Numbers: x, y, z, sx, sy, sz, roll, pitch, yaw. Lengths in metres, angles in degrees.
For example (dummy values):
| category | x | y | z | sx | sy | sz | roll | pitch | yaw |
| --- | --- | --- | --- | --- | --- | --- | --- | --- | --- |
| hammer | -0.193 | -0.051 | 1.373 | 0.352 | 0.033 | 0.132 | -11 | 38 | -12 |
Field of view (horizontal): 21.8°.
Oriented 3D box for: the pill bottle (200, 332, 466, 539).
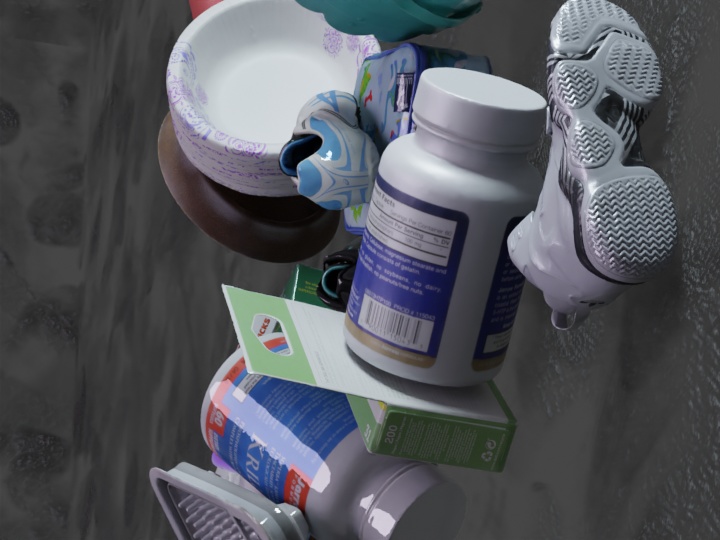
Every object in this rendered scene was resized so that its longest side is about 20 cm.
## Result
| category | x | y | z | sx | sy | sz | roll | pitch | yaw |
| --- | --- | --- | --- | --- | --- | --- | --- | --- | --- |
| pill bottle | -0.019 | 0.139 | 1.389 | 0.200 | 0.112 | 0.113 | 34 | 121 | 37 |

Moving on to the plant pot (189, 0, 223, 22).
| category | x | y | z | sx | sy | sz | roll | pitch | yaw |
| --- | --- | --- | --- | --- | --- | --- | --- | --- | --- |
| plant pot | -0.101 | -0.323 | 1.956 | 0.200 | 0.199 | 0.178 | 177 | 91 | -74 |

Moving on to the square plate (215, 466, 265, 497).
| category | x | y | z | sx | sy | sz | roll | pitch | yaw |
| --- | --- | --- | --- | --- | --- | --- | --- | --- | --- |
| square plate | -0.107 | 0.210 | 1.602 | 0.201 | 0.028 | 0.199 | -91 | 16 | -46 |

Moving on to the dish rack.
| category | x | y | z | sx | sy | sz | roll | pitch | yaw |
| --- | --- | --- | --- | --- | --- | --- | --- | --- | --- |
| dish rack | -0.075 | 0.223 | 1.408 | 0.200 | 0.043 | 0.172 | 11 | 131 | 57 |

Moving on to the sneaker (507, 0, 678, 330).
| category | x | y | z | sx | sy | sz | roll | pitch | yaw |
| --- | --- | --- | --- | --- | --- | --- | --- | --- | --- |
| sneaker | 0.134 | -0.063 | 1.148 | 0.115 | 0.075 | 0.201 | 126 | 145 | -55 |

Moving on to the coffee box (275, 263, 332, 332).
| category | x | y | z | sx | sy | sz | roll | pitch | yaw |
| --- | --- | --- | --- | --- | --- | --- | --- | --- | --- |
| coffee box | -0.066 | 0.108 | 1.703 | 0.123 | 0.044 | 0.201 | 119 | 162 | -58 |

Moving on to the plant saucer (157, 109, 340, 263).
| category | x | y | z | sx | sy | sz | roll | pitch | yaw |
| --- | --- | --- | --- | --- | --- | --- | --- | --- | --- |
| plant saucer | -0.099 | -0.099 | 1.801 | 0.032 | 0.199 | 0.201 | -47 | 37 | 44 |

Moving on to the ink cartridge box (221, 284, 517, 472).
| category | x | y | z | sx | sy | sz | roll | pitch | yaw |
| --- | --- | --- | --- | --- | --- | --- | --- | --- | --- |
| ink cartridge box | -0.001 | 0.077 | 1.337 | 0.146 | 0.199 | 0.048 | -116 | 39 | -63 |

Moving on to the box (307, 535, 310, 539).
| category | x | y | z | sx | sy | sz | roll | pitch | yaw |
| --- | --- | --- | --- | --- | --- | --- | --- | --- | --- |
| box | -0.021 | 0.209 | 1.637 | 0.122 | 0.047 | 0.201 | 114 | 159 | -46 |

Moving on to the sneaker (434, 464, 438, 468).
| category | x | y | z | sx | sy | sz | roll | pitch | yaw |
| --- | --- | --- | --- | --- | --- | --- | --- | --- | --- |
| sneaker | 0.008 | 0.124 | 1.517 | 0.201 | 0.074 | 0.082 | -99 | 24 | -45 |

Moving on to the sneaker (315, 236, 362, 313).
| category | x | y | z | sx | sy | sz | roll | pitch | yaw |
| --- | --- | --- | --- | --- | --- | --- | --- | --- | --- |
| sneaker | 0.000 | 0.000 | 1.605 | 0.200 | 0.079 | 0.076 | -155 | 73 | -76 |

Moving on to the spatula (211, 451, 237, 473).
| category | x | y | z | sx | sy | sz | roll | pitch | yaw |
| --- | --- | --- | --- | --- | --- | --- | --- | --- | --- |
| spatula | -0.043 | 0.115 | 1.553 | 0.056 | 0.200 | 0.021 | 9 | 117 | 44 |

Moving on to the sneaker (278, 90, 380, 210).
| category | x | y | z | sx | sy | sz | roll | pitch | yaw |
| --- | --- | --- | --- | --- | --- | --- | --- | --- | --- |
| sneaker | -0.033 | -0.101 | 1.485 | 0.200 | 0.072 | 0.072 | -120 | 35 | -70 |

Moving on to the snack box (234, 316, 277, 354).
| category | x | y | z | sx | sy | sz | roll | pitch | yaw |
| --- | --- | --- | --- | --- | --- | --- | --- | --- | --- |
| snack box | -0.107 | 0.088 | 1.698 | 0.200 | 0.024 | 0.072 | 127 | 168 | -77 |

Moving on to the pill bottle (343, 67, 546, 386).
| category | x | y | z | sx | sy | sz | roll | pitch | yaw |
| --- | --- | --- | --- | --- | --- | --- | --- | --- | --- |
| pill bottle | 0.064 | -0.032 | 1.306 | 0.120 | 0.119 | 0.201 | -119 | 39 | -65 |

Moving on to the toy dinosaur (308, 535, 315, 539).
| category | x | y | z | sx | sy | sz | roll | pitch | yaw |
| --- | --- | --- | --- | --- | --- | --- | --- | --- | --- |
| toy dinosaur | -0.054 | 0.181 | 1.537 | 0.200 | 0.060 | 0.107 | 115 | 152 | -61 |

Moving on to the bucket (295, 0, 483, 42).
| category | x | y | z | sx | sy | sz | roll | pitch | yaw |
| --- | --- | --- | --- | --- | --- | --- | --- | --- | --- |
| bucket | 0.036 | -0.276 | 1.388 | 0.135 | 0.206 | 0.208 | 168 | 109 | -68 |

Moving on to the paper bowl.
| category | x | y | z | sx | sy | sz | roll | pitch | yaw |
| --- | --- | --- | --- | --- | --- | --- | --- | --- | --- |
| paper bowl | -0.076 | -0.155 | 1.729 | 0.105 | 0.199 | 0.202 | 85 | -179 | -56 |

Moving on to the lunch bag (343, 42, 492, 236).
| category | x | y | z | sx | sy | sz | roll | pitch | yaw |
| --- | --- | --- | --- | --- | --- | --- | --- | --- | --- |
| lunch bag | 0.042 | -0.096 | 1.496 | 0.200 | 0.082 | 0.162 | -162 | 77 | -76 |
